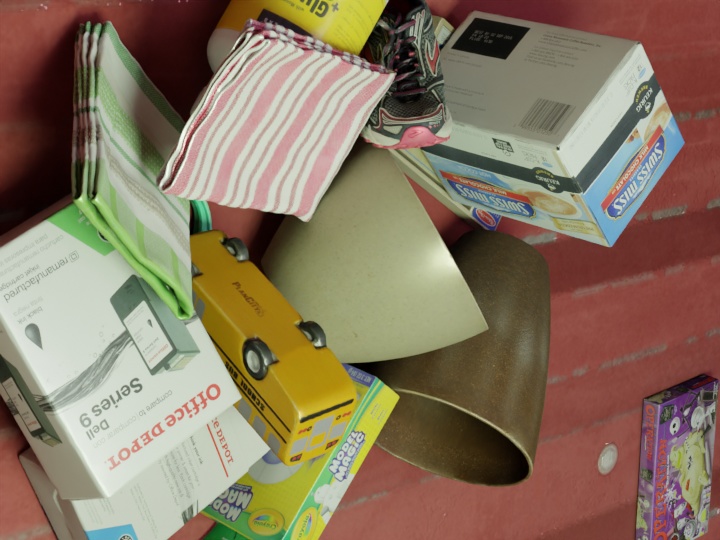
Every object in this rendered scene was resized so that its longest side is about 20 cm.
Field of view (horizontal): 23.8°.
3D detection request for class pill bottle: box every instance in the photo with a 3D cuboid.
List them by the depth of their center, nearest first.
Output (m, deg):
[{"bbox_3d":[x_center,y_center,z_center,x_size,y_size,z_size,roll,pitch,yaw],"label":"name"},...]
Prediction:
[{"bbox_3d":[-0.055,-0.192,1.382,0.112,0.112,0.201,40,74,-44],"label":"pill bottle"}]

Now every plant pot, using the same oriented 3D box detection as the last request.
[{"bbox_3d":[0.103,0.069,1.600,0.187,0.186,0.201,46,57,-43],"label":"plant pot"}]

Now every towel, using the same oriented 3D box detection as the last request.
[{"bbox_3d":[-0.163,-0.079,1.276,0.031,0.201,0.149,-25,134,16],"label":"towel"},{"bbox_3d":[-0.059,-0.108,1.312,0.199,0.030,0.147,9,117,-57],"label":"towel"}]

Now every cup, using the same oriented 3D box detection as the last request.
[{"bbox_3d":[0.000,0.000,1.467,0.143,0.201,0.201,-31,129,0],"label":"cup"}]

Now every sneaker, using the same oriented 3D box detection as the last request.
[{"bbox_3d":[0.030,-0.173,1.432,0.080,0.201,0.075,-5,133,-6],"label":"sneaker"}]

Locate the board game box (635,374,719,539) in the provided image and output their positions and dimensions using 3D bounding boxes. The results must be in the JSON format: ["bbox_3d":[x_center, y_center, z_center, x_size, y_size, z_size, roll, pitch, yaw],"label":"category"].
[{"bbox_3d":[0.373,0.233,2.017,0.119,0.032,0.202,-15,113,-37],"label":"board game box"}]

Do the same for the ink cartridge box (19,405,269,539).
[{"bbox_3d":[-0.169,0.147,1.410,0.200,0.068,0.117,-38,126,-30],"label":"ink cartridge box"}]

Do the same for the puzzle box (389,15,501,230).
[{"bbox_3d":[0.093,-0.134,1.614,0.200,0.025,0.134,34,79,-46],"label":"puzzle box"}]

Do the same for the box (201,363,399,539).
[{"bbox_3d":[-0.065,0.169,1.487,0.048,0.117,0.201,40,75,-46],"label":"box"}]

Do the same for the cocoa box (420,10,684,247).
[{"bbox_3d":[0.160,-0.129,1.519,0.134,0.199,0.132,-51,133,-19],"label":"cocoa box"}]

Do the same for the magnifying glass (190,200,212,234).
[{"bbox_3d":[-0.138,0.006,1.431,0.080,0.022,0.201,-45,131,-25],"label":"magnifying glass"}]

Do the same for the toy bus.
[{"bbox_3d":[-0.087,0.055,1.352,0.065,0.200,0.079,-18,141,-38],"label":"toy bus"}]

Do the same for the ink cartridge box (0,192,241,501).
[{"bbox_3d":[-0.202,0.052,1.288,0.146,0.084,0.201,-36,104,-32],"label":"ink cartridge box"}]
